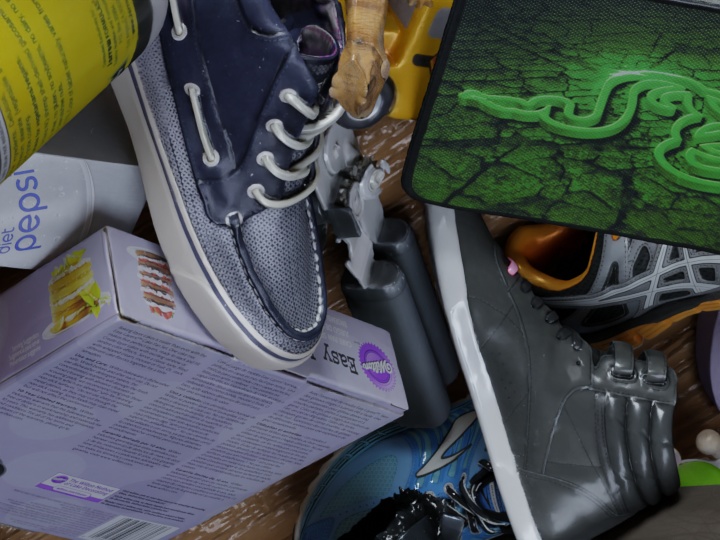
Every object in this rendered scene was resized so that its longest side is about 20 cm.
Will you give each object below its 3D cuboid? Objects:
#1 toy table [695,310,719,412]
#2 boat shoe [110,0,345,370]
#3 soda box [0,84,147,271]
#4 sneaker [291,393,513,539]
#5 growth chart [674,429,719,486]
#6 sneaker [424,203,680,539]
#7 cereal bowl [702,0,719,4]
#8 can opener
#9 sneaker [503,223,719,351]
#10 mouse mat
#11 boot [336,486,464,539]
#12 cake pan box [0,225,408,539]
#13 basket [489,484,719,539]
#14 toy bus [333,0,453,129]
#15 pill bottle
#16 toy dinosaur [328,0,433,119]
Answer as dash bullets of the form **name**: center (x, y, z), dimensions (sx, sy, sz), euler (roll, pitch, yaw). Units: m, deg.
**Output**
- **toy table**: center (0.259, 0.041, 1.355), dimensions (0.183, 0.117, 0.200), euler (-16, 135, -13)
- **boat shoe**: center (-0.040, -0.054, 1.072), dimensions (0.093, 0.075, 0.200), euler (-12, 109, 37)
- **soda box**: center (-0.191, -0.049, 1.079), dimensions (0.200, 0.068, 0.064), euler (6, 126, -32)
- **sneaker**: center (0.052, 0.107, 1.313), dimensions (0.200, 0.090, 0.078), euler (-35, 109, 0)
- **growth chart**: center (0.148, 0.150, 1.427), dimensions (0.200, 0.018, 0.145), euler (-30, 138, 31)
- **sneaker**: center (0.096, 0.035, 1.241), dimensions (0.099, 0.071, 0.200), euler (-18, 95, 3)
- **cereal bowl**: center (0.216, -0.152, 1.158), dimensions (0.200, 0.083, 0.201), euler (-9, 104, -37)
- **can opener**: center (0.000, 0.000, 1.243), dimensions (0.066, 0.053, 0.200), euler (-3, 139, 23)
- **sneaker**: center (0.153, -0.021, 1.246), dimensions (0.077, 0.078, 0.200), euler (31, 133, -30)
- **mouse mat**: center (0.126, -0.063, 1.111), dimensions (0.200, 0.008, 0.161), euler (9, 143, -5)
- **boot**: center (0.029, 0.202, 1.277), dimensions (0.073, 0.163, 0.198), euler (-41, -178, -34)
- **cake pan box**: center (-0.105, 0.063, 1.181), dimensions (0.184, 0.052, 0.200), euler (-29, 147, 33)
- **basket**: center (0.156, 0.178, 1.282), dimensions (0.136, 0.200, 0.181), euler (-2, 95, -34)
- **toy bus**: center (0.057, -0.107, 1.155), dimensions (0.200, 0.065, 0.078), euler (4, 127, -30)
- **pill bottle**: center (-0.174, -0.075, 0.975), dimensions (0.200, 0.112, 0.113), euler (-46, 144, -31)
- **toy dinosaur**: center (-0.004, -0.165, 1.031), dimensions (0.060, 0.200, 0.106), euler (-19, 177, 33)
